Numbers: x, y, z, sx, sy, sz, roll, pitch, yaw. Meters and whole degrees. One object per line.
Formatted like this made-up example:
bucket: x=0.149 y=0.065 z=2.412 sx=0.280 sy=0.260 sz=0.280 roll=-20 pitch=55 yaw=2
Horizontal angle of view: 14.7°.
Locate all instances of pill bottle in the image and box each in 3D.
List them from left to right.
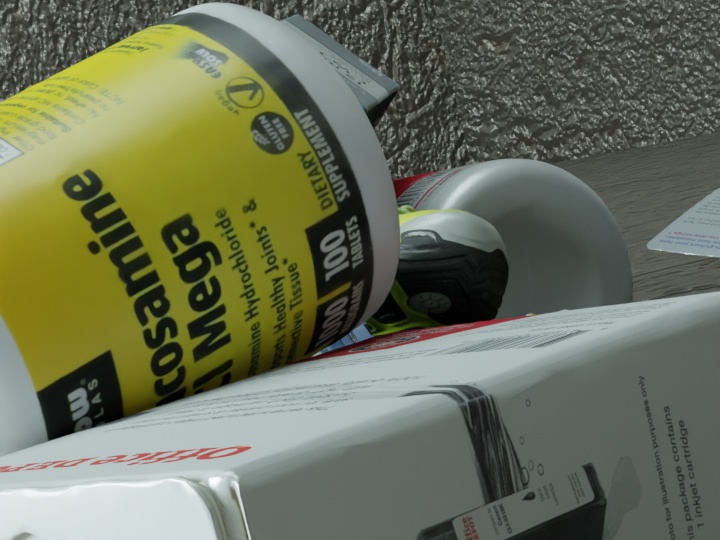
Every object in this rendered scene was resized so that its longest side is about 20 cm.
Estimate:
pill bottle: x=-0.094 y=0.009 z=0.809 sx=0.200 sy=0.113 sz=0.112 roll=-31 pitch=13 yaw=-32
pill bottle: x=0.026 y=0.013 z=1.275 sx=0.112 sy=0.112 sz=0.200 roll=-15 pitch=4 yaw=-29

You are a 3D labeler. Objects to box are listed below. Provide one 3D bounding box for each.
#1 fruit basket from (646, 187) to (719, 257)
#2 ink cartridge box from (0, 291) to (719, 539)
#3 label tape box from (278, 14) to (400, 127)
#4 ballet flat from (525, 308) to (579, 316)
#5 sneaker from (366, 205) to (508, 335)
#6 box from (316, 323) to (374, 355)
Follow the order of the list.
fruit basket: x=0.241 y=-0.032 z=1.082 sx=0.185 sy=0.094 sz=0.200 roll=8 pitch=34 yaw=38
ink cartridge box: x=-0.005 y=0.070 z=0.726 sx=0.144 sy=0.084 sz=0.200 roll=-9 pitch=5 yaw=45
label tape box: x=-0.056 y=-0.029 z=1.175 sx=0.143 sy=0.066 sz=0.200 roll=-55 pitch=1 yaw=10
ballet flat: x=0.026 y=0.060 z=1.057 sx=0.200 sy=0.076 sz=0.064 roll=-6 pitch=-24 yaw=35
sneaker: x=0.000 y=0.000 z=1.120 sx=0.075 sy=0.076 sz=0.200 roll=18 pitch=-19 yaw=-19
box: x=-0.086 y=0.058 z=0.958 sx=0.200 sy=0.040 sz=0.137 roll=-14 pitch=43 yaw=-19
